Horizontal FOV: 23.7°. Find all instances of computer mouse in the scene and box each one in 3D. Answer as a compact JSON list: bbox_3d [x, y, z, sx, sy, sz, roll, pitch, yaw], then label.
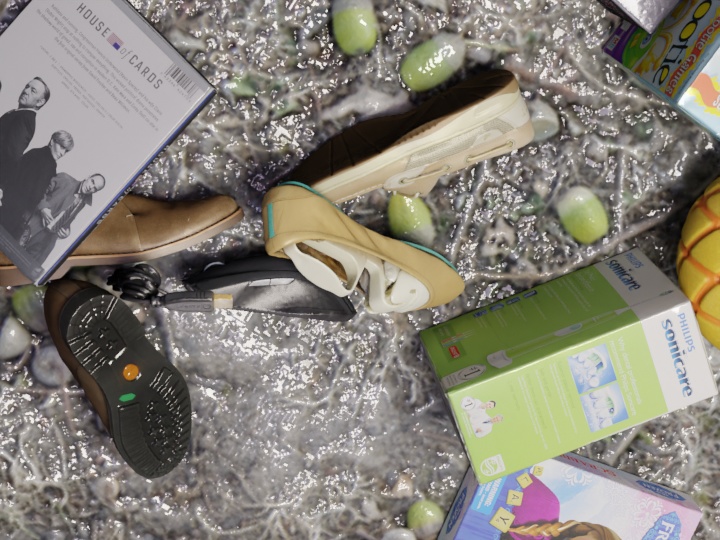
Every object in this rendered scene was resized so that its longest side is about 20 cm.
[{"bbox_3d":[-0.093,0.009,1.309,0.198,0.140,0.047,7,92,-9],"label":"computer mouse"}]

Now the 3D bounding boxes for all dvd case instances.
[{"bbox_3d":[-0.225,-0.112,1.278,0.150,0.025,0.200,44,95,5],"label":"dvd case"}]

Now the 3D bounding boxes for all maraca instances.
[{"bbox_3d":[0.300,-0.030,1.316,0.106,0.137,0.202,6,85,-15],"label":"maraca"}]

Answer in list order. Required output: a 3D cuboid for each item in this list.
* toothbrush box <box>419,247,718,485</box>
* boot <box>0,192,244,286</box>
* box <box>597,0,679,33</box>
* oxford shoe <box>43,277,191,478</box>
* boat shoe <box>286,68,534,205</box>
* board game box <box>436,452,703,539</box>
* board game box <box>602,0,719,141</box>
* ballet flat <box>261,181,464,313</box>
[{"bbox_3d":[0.160,0.072,1.353,0.198,0.146,0.087,-22,108,-1],"label":"toothbrush box"},{"bbox_3d":[-0.190,-0.043,1.315,0.198,0.074,0.076,-10,98,-2],"label":"boot"},{"bbox_3d":[0.173,-0.293,1.259,0.199,0.115,0.132,39,99,-17],"label":"box"},{"bbox_3d":[-0.191,0.081,1.354,0.072,0.084,0.201,-35,129,-21],"label":"oxford shoe"},{"bbox_3d":[0.039,-0.086,1.329,0.198,0.072,0.065,-25,118,3],"label":"boat shoe"},{"bbox_3d":[0.162,0.255,1.464,0.198,0.041,0.202,20,104,-13],"label":"board game box"},{"bbox_3d":[0.272,-0.157,1.269,0.104,0.200,0.103,34,100,-16],"label":"board game box"},{"bbox_3d":[0.000,0.000,1.329,0.199,0.064,0.068,27,142,-32],"label":"ballet flat"}]
